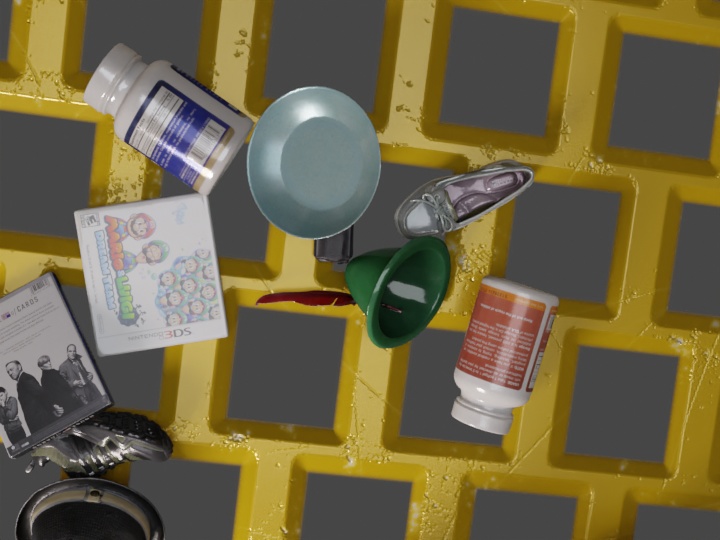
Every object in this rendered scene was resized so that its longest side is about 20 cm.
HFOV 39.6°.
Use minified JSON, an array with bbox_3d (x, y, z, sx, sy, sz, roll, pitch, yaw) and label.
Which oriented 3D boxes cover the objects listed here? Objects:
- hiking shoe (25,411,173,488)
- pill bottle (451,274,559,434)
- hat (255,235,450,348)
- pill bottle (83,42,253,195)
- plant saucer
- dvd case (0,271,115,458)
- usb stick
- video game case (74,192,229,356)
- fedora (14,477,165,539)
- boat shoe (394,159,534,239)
[{"bbox_3d":[-0.353,0.247,1.359,0.198,0.076,0.102,10,102,2],"label":"hiking shoe"},{"bbox_3d":[0.193,0.116,1.379,0.111,0.112,0.202,17,93,-7],"label":"pill bottle"},{"bbox_3d":[0.000,0.000,1.384,0.175,0.199,0.167,28,110,34],"label":"hat"},{"bbox_3d":[-0.251,-0.200,1.300,0.199,0.120,0.120,34,91,-8],"label":"pill bottle"},{"bbox_3d":[-0.058,-0.144,1.341,0.199,0.039,0.204,1,93,22],"label":"plant saucer"},{"bbox_3d":[-0.433,0.123,1.324,0.149,0.025,0.201,-28,77,-3],"label":"dvd case"},{"bbox_3d":[-0.034,-0.110,1.375,0.055,0.033,0.203,2,95,1],"label":"usb stick"},{"bbox_3d":[-0.283,0.005,1.362,0.180,0.024,0.202,-8,96,-6],"label":"video game case"},{"bbox_3d":[-0.361,0.371,1.324,0.198,0.092,0.203,-2,117,-5],"label":"fedora"},{"bbox_3d":[0.142,-0.099,1.378,0.200,0.065,0.075,-20,97,-4],"label":"boat shoe"}]
